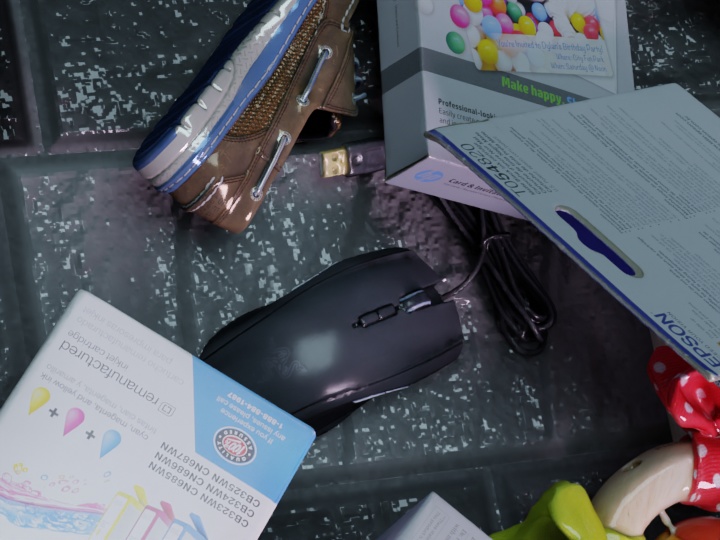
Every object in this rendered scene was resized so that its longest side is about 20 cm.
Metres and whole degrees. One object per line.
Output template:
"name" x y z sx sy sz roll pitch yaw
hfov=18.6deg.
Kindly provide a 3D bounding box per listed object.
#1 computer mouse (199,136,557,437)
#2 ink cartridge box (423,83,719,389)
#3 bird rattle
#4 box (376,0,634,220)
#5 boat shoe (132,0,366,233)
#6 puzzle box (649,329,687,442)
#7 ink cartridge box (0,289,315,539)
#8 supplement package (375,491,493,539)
"computer mouse" 0.000 0.000 1.124 0.200 0.046 0.140 -19 77 -23
"ink cartridge box" 0.153 -0.012 1.069 0.200 0.041 0.200 -12 46 -44
"bird rattle" 0.160 0.131 1.105 0.200 0.113 0.163 -38 106 -23
"box" 0.078 -0.128 1.176 0.156 0.041 0.200 14 62 -36
"boat shoe" -0.039 -0.098 1.145 0.072 0.072 0.200 45 60 -15
"puzzle box" 0.218 0.015 1.201 0.133 0.025 0.200 -2 70 -19
"ink cartridge box" -0.132 0.137 0.983 0.129 0.125 0.200 32 63 -4
"supplement package" 0.064 0.218 1.021 0.200 0.114 0.110 39 62 1
